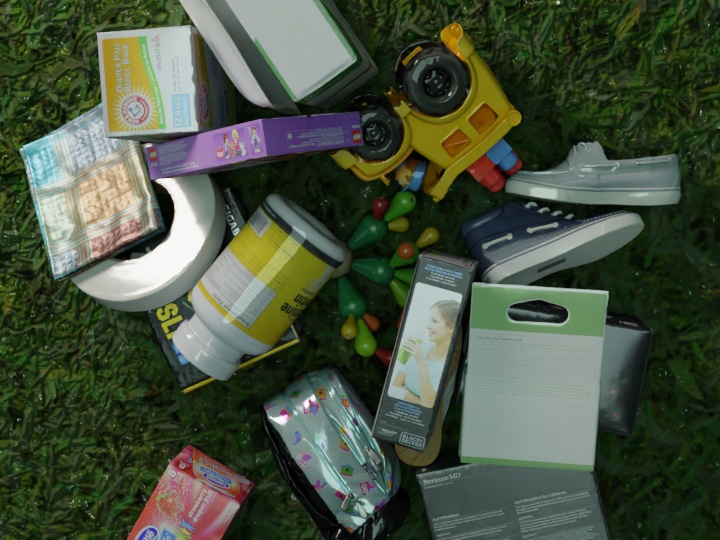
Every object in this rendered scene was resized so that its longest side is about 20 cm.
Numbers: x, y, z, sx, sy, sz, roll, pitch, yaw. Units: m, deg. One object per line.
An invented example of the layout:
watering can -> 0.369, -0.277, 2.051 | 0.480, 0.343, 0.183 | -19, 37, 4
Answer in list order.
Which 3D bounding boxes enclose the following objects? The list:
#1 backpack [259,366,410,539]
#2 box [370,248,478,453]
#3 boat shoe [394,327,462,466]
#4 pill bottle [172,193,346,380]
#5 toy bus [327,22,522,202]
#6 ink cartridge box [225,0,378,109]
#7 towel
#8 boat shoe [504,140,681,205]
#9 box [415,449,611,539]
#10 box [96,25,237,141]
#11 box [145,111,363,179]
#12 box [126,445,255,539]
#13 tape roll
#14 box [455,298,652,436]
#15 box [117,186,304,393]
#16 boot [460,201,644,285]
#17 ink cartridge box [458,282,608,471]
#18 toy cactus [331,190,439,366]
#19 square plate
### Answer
backpack -> -0.029, 0.215, 1.227 | 0.126, 0.167, 0.200 | -33, 88, -10
box -> 0.071, 0.081, 1.144 | 0.060, 0.117, 0.201 | 16, 98, 7
boat shoe -> 0.076, 0.123, 1.241 | 0.071, 0.069, 0.201 | 11, 101, 8
pill bottle -> -0.116, 0.021, 1.182 | 0.112, 0.112, 0.200 | 40, 97, 1
toy bus -> 0.085, -0.148, 1.200 | 0.200, 0.136, 0.192 | -41, 107, 8
ink cartridge box -> -0.060, -0.258, 1.158 | 0.083, 0.200, 0.147 | -34, 90, 10
towel -> -0.314, -0.098, 1.234 | 0.146, 0.022, 0.200 | -26, 61, 7
boat shoe -> 0.264, -0.111, 1.208 | 0.200, 0.070, 0.072 | 1, 93, -2
box -> 0.178, 0.272, 1.240 | 0.199, 0.079, 0.142 | -13, 96, 6
box -> -0.207, -0.200, 1.174 | 0.101, 0.200, 0.113 | -3, 94, 5
box -> -0.114, -0.131, 1.128 | 0.200, 0.137, 0.039 | -4, 96, 46
box -> -0.222, 0.325, 1.271 | 0.100, 0.095, 0.200 | 31, 97, 3
tape roll -> -0.252, -0.052, 1.226 | 0.202, 0.037, 0.203 | -7, 66, 16
box -> 0.215, 0.101, 1.208 | 0.199, 0.106, 0.123 | 9, 97, 4
box -> -0.180, 0.023, 1.268 | 0.159, 0.049, 0.201 | -24, 92, 8
boot -> 0.218, -0.049, 1.216 | 0.199, 0.073, 0.091 | -19, 65, -11
ink cartridge box -> 0.182, 0.110, 1.131 | 0.145, 0.048, 0.201 | 3, 101, 5
toy cactus -> 0.000, 0.000, 1.235 | 0.165, 0.102, 0.201 | 15, 104, 14
square plate -> -0.141, -0.252, 1.165 | 0.028, 0.198, 0.200 | -33, 91, 8
